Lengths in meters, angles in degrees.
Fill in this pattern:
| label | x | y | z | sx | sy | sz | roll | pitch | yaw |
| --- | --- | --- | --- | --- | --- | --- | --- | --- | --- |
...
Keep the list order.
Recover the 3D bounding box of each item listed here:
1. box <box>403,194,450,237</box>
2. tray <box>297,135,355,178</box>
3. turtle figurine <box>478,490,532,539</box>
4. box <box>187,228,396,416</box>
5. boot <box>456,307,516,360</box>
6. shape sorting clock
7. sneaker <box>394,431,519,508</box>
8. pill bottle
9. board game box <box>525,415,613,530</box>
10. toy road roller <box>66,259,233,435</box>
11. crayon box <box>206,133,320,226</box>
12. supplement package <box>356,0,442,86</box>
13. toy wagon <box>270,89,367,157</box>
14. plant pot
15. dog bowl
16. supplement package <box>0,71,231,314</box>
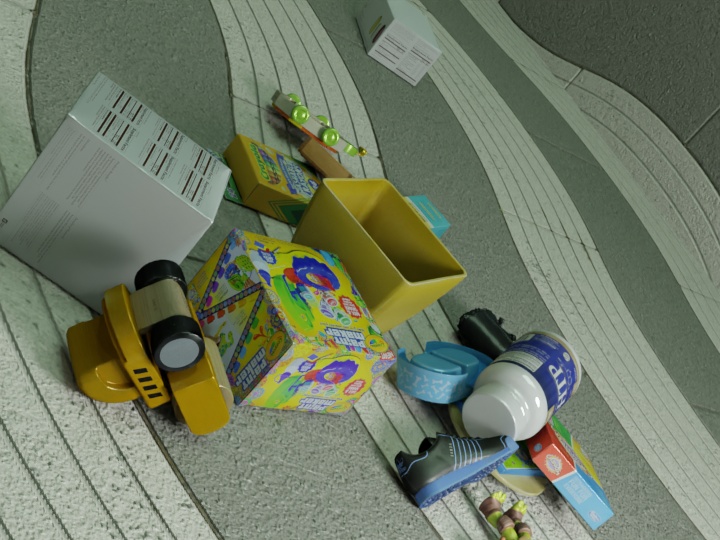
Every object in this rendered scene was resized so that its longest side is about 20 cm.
| label | x | y | z | sx | sy | sz | roll | pitch | yaw |
| --- | --- | --- | --- | --- | --- | --- | --- | --- | --- |
| box | 0.085 | -0.089 | 2.203 | 0.082 | 0.049 | 0.199 | 49 | 24 | 15 |
| tray | -0.053 | -0.177 | 2.074 | 0.098 | 0.037 | 0.200 | 43 | 2 | 1 |
| turtle figurine | 0.229 | 0.379 | 1.630 | 0.198 | 0.065 | 0.162 | 16 | 27 | -31 |
| box | -0.092 | 0.071 | 1.573 | 0.199 | 0.122 | 0.194 | 13 | 38 | -48 |
| boot | 0.219 | 0.137 | 2.007 | 0.163 | 0.073 | 0.198 | 54 | 19 | 19 |
| shape sorting clock | 0.205 | 0.257 | 1.825 | 0.199 | 0.039 | 0.201 | 33 | 26 | -18 |
| sneaker | 0.132 | 0.249 | 1.640 | 0.198 | 0.070 | 0.078 | -16 | 64 | -42 |
| pill bottle | 0.234 | 0.179 | 1.786 | 0.120 | 0.120 | 0.199 | 46 | 40 | 9 |
| board game box | 0.308 | 0.286 | 1.859 | 0.153 | 0.040 | 0.200 | 49 | 11 | -14 |
| toy road roller | -0.236 | 0.099 | 1.343 | 0.201 | 0.144 | 0.124 | 72 | -5 | -47 |
| crayon box | -0.141 | -0.141 | 1.937 | 0.198 | 0.052 | 0.127 | 20 | 32 | -40 |
| supplement package | 0.092 | -0.574 | 2.947 | 0.155 | 0.111 | 0.201 | 29 | 26 | -28 |
| toy wagon | -0.075 | -0.259 | 2.212 | 0.199 | 0.040 | 0.155 | 36 | 8 | -17 |
| plant pot | 0.000 | 0.000 | 1.765 | 0.201 | 0.177 | 0.199 | 50 | 24 | 17 |
| dog bowl | 0.123 | 0.153 | 1.815 | 0.110 | 0.050 | 0.199 | 20 | 13 | 27 |
| supplement package | -0.291 | -0.082 | 1.428 | 0.199 | 0.191 | 0.148 | 36 | 25 | -14 |
